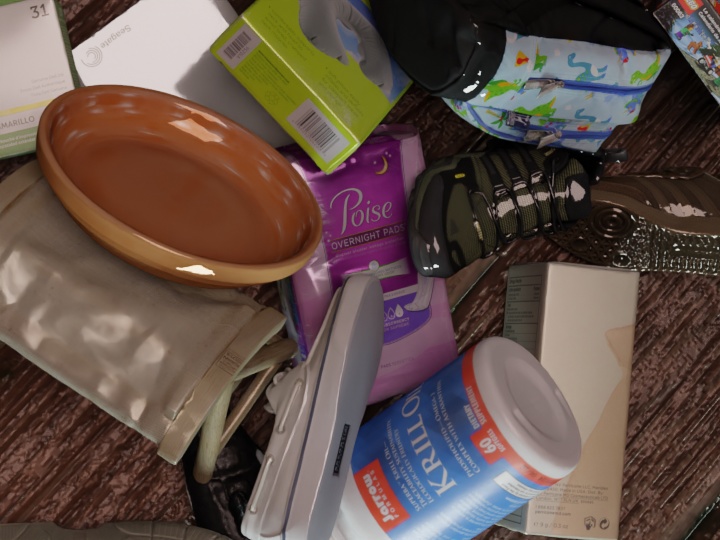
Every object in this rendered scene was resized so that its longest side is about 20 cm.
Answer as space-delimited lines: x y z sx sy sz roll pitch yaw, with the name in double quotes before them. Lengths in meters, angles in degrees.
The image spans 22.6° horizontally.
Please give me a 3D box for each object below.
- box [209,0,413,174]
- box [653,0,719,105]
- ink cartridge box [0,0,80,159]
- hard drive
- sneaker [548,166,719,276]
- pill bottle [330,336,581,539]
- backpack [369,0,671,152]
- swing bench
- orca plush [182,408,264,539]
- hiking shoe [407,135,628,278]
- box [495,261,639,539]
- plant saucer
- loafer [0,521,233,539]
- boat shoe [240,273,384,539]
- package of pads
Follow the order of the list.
"box" -0.014 -0.168 1.296 0.122 0.048 0.200 46 39 -8
"box" 0.279 -0.168 1.353 0.038 0.200 0.137 -34 98 21
"ink cartridge box" -0.284 -0.176 1.280 0.144 0.048 0.202 -13 94 -2
"hard drive" -0.115 -0.110 1.340 0.132 0.027 0.201 -37 96 -11
"sneaker" 0.235 -0.045 1.409 0.198 0.071 0.076 12 47 0
"pill bottle" 0.050 0.144 1.291 0.200 0.112 0.112 -38 98 24
"backpack" 0.120 -0.161 1.270 0.198 0.163 0.155 -8 127 -25
"swing bench" -0.159 0.032 1.213 0.198 0.200 0.130 33 81 7
"orca plush" -0.081 0.155 1.317 0.104 0.071 0.202 -6 90 -13
"hiking shoe" 0.112 -0.056 1.295 0.200 0.100 0.076 -40 121 -43
"box" 0.152 0.097 1.364 0.077 0.095 0.202 6 88 -14
"plant saucer" -0.121 -0.051 1.185 0.198 0.201 0.038 21 119 -12
"loafer" -0.182 0.220 1.292 0.198 0.072 0.064 3 113 0
"boat shoe" -0.036 0.095 1.253 0.065 0.074 0.202 11 76 21
"package of pads" 0.000 0.000 1.324 0.119 0.076 0.202 -14 103 -18
